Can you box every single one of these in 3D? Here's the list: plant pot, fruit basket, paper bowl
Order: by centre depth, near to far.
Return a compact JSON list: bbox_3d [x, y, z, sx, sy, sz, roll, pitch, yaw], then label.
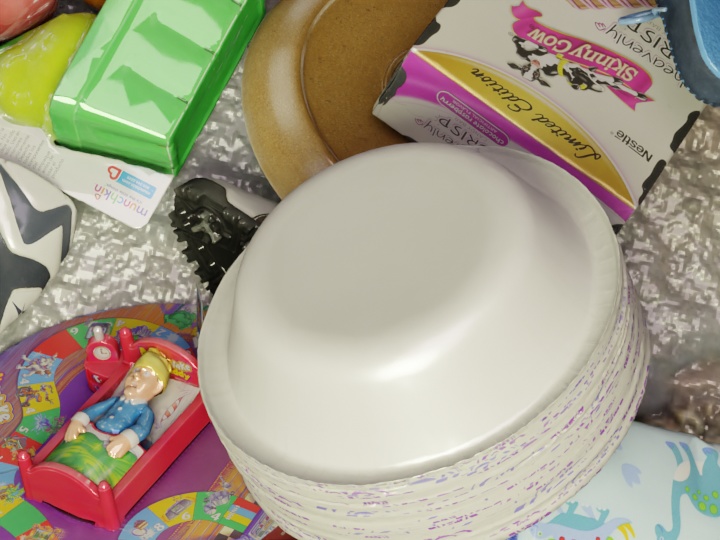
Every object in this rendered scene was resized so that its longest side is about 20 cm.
[{"bbox_3d":[0.023,0.023,1.279,0.200,0.105,0.201,-12,46,12],"label":"paper bowl"},{"bbox_3d":[0.039,-0.081,1.440,0.199,0.028,0.201,10,55,-15],"label":"plant pot"},{"bbox_3d":[-0.155,-0.138,1.453,0.199,0.094,0.186,23,74,13],"label":"fruit basket"}]

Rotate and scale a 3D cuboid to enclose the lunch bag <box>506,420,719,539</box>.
[{"bbox_3d":[0.108,0.172,1.347,0.169,0.127,0.201,16,74,-26],"label":"lunch bag"}]

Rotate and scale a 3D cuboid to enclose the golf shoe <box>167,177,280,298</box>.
[{"bbox_3d":[0.000,0.000,1.440,0.200,0.078,0.095,32,57,2],"label":"golf shoe"}]

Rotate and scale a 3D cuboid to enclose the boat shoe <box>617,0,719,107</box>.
[{"bbox_3d":[0.171,-0.152,1.408,0.084,0.069,0.201,27,46,-23],"label":"boat shoe"}]

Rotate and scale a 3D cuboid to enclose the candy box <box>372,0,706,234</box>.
[{"bbox_3d":[0.114,-0.115,1.437,0.136,0.061,0.200,35,53,1],"label":"candy box"}]

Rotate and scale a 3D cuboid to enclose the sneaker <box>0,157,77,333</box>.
[{"bbox_3d":[-0.253,-0.016,1.407,0.199,0.079,0.130,29,66,-8],"label":"sneaker"}]

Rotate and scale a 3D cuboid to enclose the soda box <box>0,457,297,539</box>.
[{"bbox_3d":[-0.120,0.138,1.380,0.199,0.063,0.070,-17,106,-9],"label":"soda box"}]

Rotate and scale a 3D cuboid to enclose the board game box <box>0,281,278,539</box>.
[{"bbox_3d":[-0.116,0.068,1.361,0.157,0.039,0.200,-14,39,-6],"label":"board game box"}]
